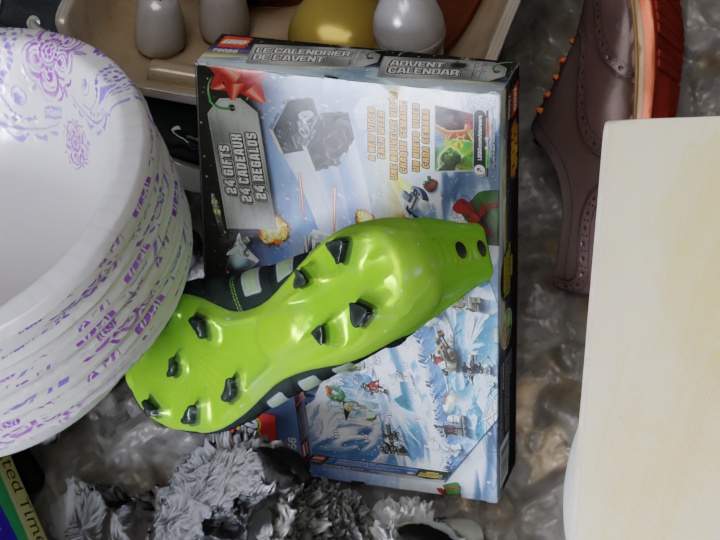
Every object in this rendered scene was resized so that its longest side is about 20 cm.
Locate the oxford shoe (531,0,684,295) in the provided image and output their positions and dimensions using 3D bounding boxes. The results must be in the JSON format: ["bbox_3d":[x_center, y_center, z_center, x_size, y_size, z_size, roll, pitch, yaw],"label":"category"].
[{"bbox_3d":[0.108,-0.087,1.224,0.072,0.071,0.201,-8,76,19],"label":"oxford shoe"}]

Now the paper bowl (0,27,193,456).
[{"bbox_3d":[-0.168,0.001,1.140,0.200,0.105,0.201,-11,44,10],"label":"paper bowl"}]

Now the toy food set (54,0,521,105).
[{"bbox_3d":[-0.021,-0.137,1.229,0.199,0.061,0.144,12,47,12],"label":"toy food set"}]

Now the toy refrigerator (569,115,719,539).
[{"bbox_3d":[0.129,0.047,1.047,0.070,0.076,0.201,-1,70,21],"label":"toy refrigerator"}]

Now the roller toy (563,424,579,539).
[{"bbox_3d":[0.180,0.106,1.127,0.182,0.140,0.201,9,81,16],"label":"roller toy"}]

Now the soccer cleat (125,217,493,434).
[{"bbox_3d":[-0.025,0.024,1.148,0.200,0.081,0.068,-22,80,47],"label":"soccer cleat"}]

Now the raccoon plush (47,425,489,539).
[{"bbox_3d":[-0.032,0.121,1.225,0.200,0.134,0.097,24,95,52],"label":"raccoon plush"}]

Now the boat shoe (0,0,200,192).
[{"bbox_3d":[-0.133,-0.114,1.281,0.200,0.076,0.060,31,116,8],"label":"boat shoe"}]

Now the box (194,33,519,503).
[{"bbox_3d":[0.000,0.000,1.189,0.136,0.040,0.201,7,118,14],"label":"box"}]

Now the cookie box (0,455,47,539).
[{"bbox_3d":[-0.227,0.137,1.173,0.075,0.200,0.172,-30,82,34],"label":"cookie box"}]

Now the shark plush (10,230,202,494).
[{"bbox_3d":[-0.148,0.033,1.284,0.083,0.091,0.201,25,106,37],"label":"shark plush"}]
